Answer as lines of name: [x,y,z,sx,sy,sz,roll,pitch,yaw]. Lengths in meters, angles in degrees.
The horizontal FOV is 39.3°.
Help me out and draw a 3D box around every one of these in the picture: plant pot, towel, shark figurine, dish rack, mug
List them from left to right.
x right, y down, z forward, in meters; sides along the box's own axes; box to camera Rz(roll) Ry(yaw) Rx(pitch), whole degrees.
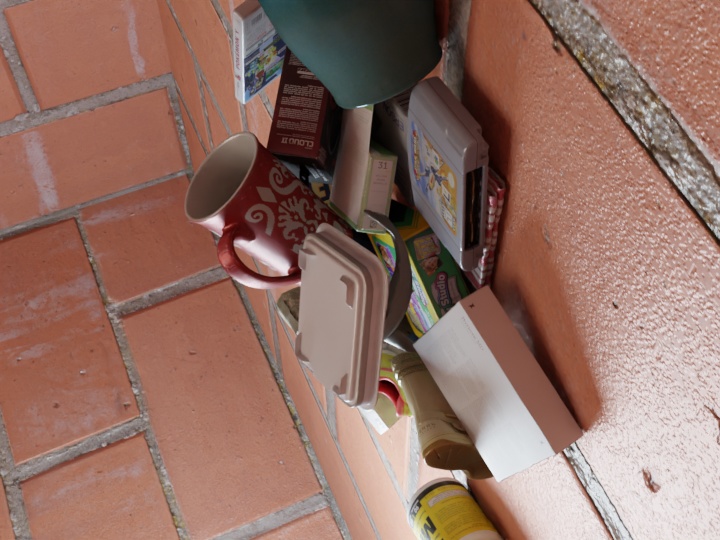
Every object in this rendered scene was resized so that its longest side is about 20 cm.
mug: [-0.122,-0.051,1.315,0.200,0.179,0.133,37,160,-36]
dish rack: [-0.033,0.059,1.229,0.171,0.043,0.202,35,127,50]
plant pot: [-0.005,-0.289,1.094,0.189,0.199,0.200,62,171,-25]
shark figurine: [0.025,0.036,1.233,0.127,0.089,0.216,27,118,14]
towel: [0.124,-0.079,1.197,0.201,0.030,0.147,88,157,-54]

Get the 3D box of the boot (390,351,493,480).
boot: [0.125,0.188,1.320,0.199,0.073,0.156,21,-143,-45]

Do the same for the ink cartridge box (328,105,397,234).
ink cartridge box: [0.008,-0.163,1.312,0.146,0.047,0.202,-133,50,-67]

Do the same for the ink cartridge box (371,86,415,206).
ink cartridge box: [0.040,-0.183,1.356,0.201,0.040,0.200,84,162,-45]

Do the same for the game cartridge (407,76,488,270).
game cartridge: [0.096,-0.109,1.127,0.133,0.041,0.201,52,160,36]

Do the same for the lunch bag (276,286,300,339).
lunch bag: [-0.034,0.099,1.690,0.118,0.198,0.164,-63,30,14]

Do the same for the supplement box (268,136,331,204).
supplement box: [-0.057,-0.107,1.649,0.200,0.133,0.201,103,146,-66]

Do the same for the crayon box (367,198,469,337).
crayon box: [0.088,0.016,1.346,0.201,0.058,0.172,64,169,-21]

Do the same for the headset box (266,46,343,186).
headset box: [-0.064,-0.214,1.379,0.149,0.074,0.202,45,-125,-76]

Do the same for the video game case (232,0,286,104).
video game case: [-0.094,-0.337,1.349,0.023,0.200,0.183,40,157,13]

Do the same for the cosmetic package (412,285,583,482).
cosmetic package: [0.156,0.137,1.185,0.201,0.051,0.151,58,154,10]

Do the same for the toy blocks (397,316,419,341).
toy blocks: [0.083,0.126,1.537,0.137,0.099,0.201,42,154,45]

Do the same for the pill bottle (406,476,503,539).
pill bottle: [0.159,0.427,1.576,0.200,0.113,0.115,-131,25,-57]

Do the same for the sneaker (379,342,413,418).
sneaker: [0.089,0.184,1.434,0.199,0.090,0.079,26,142,18]

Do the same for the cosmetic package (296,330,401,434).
cosmetic package: [0.000,0.142,1.518,0.200,0.082,0.051,50,155,6]

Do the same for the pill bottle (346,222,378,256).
pill bottle: [0.000,0.000,1.461,0.112,0.111,0.202,148,138,-77]
